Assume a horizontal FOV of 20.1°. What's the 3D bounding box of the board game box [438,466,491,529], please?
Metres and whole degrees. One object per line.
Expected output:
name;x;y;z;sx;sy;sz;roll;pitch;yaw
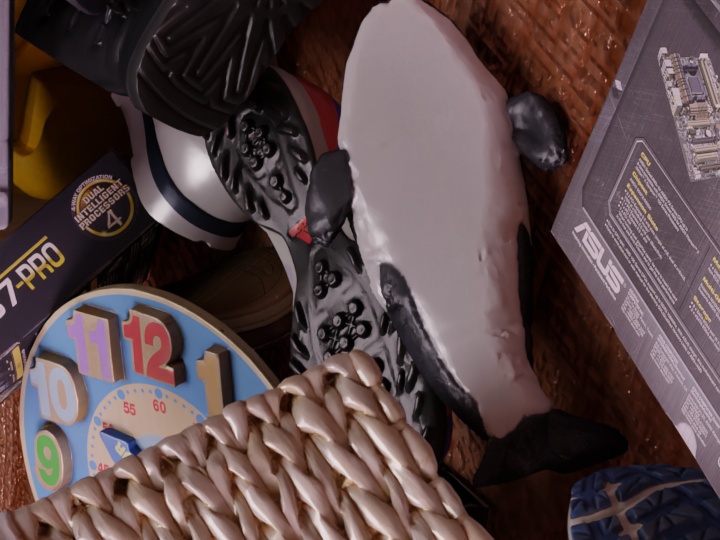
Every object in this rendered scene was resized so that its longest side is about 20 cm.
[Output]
board game box;0.007;0.172;0.908;0.135;0.028;0.202;32;122;59

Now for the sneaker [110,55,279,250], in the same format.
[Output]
sneaker;-0.080;-0.105;1.005;0.081;0.076;0.201;-50;49;31

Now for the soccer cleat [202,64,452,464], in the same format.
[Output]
soccer cleat;0.000;0.000;0.854;0.068;0.073;0.201;-41;60;29

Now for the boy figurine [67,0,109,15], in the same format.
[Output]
boy figurine;-0.195;-0.167;0.874;0.064;0.199;0.125;31;-107;-71

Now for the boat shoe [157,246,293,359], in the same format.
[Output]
boat shoe;-0.075;0.043;1.025;0.199;0.072;0.072;-19;108;52

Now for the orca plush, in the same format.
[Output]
orca plush;0.049;-0.009;0.787;0.105;0.071;0.201;-36;64;8

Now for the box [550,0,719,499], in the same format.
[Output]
box;0.140;-0.004;0.590;0.201;0.048;0.159;61;144;39

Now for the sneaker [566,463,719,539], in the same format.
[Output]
sneaker;0.116;0.147;0.639;0.200;0.077;0.086;-121;32;-41

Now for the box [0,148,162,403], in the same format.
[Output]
box;-0.177;0.023;1.055;0.049;0.161;0.200;46;168;0

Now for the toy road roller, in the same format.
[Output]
toy road roller;-0.170;-0.075;1.123;0.146;0.122;0.201;49;137;34

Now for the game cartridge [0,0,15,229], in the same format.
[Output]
game cartridge;-0.184;-0.121;0.977;0.133;0.041;0.202;-168;78;-77

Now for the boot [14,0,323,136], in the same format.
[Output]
boot;-0.071;-0.146;0.912;0.165;0.066;0.200;-48;24;-4

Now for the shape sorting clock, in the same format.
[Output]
shape sorting clock;-0.089;0.103;0.943;0.199;0.039;0.202;15;114;36

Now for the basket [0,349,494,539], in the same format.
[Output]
basket;-0.017;0.163;0.709;0.199;0.160;0.200;55;169;25
